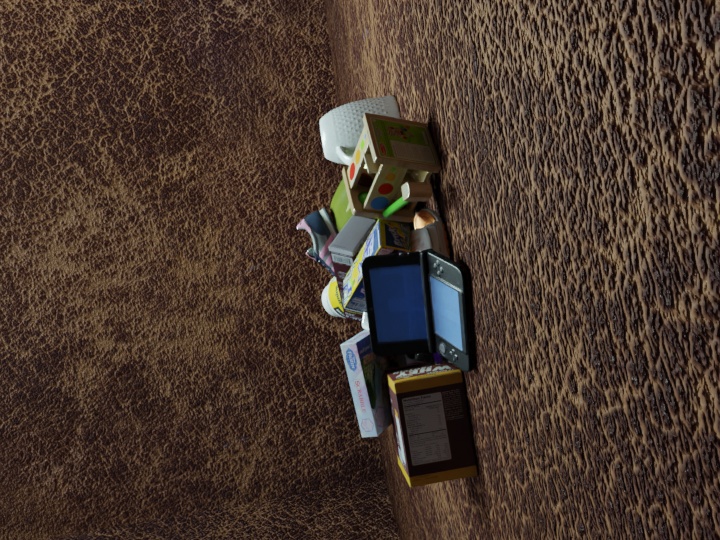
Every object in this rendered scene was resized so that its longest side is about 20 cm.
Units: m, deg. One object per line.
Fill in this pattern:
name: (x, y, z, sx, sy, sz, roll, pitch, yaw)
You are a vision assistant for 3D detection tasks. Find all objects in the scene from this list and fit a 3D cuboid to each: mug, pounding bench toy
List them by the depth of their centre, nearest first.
pounding bench toy: (0.056, -0.152, 1.512, 0.156, 0.123, 0.201, 115, 152, -42)
mug: (0.003, -0.296, 1.893, 0.201, 0.174, 0.148, -104, 6, -49)

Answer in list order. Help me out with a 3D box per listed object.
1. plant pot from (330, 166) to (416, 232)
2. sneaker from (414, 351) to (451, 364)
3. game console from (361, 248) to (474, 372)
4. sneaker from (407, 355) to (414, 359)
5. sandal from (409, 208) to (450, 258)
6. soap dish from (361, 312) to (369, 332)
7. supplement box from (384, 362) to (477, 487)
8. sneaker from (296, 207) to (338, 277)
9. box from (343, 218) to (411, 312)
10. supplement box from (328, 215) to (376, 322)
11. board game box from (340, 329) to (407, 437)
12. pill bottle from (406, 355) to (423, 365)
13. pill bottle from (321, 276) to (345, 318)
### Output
plant pot: (0.043, -0.179, 1.745, 0.200, 0.186, 0.188, 107, 156, -55)
sneaker: (0.122, 0.077, 1.569, 0.070, 0.099, 0.202, 112, 152, -82)
game console: (0.100, 0.076, 1.453, 0.172, 0.118, 0.201, 33, 136, 56)
sneaker: (0.127, 0.101, 1.752, 0.079, 0.075, 0.201, -116, 25, -44)
sandal: (0.124, -0.021, 1.516, 0.079, 0.059, 0.208, -48, 50, 52)
soap dish: (0.073, 0.040, 1.662, 0.157, 0.081, 0.201, -166, 87, -73)
supplement box: (0.134, 0.295, 1.663, 0.197, 0.132, 0.201, -176, 77, -86)
sneaker: (-0.071, -0.030, 1.818, 0.070, 0.082, 0.201, -107, -6, -85)
box: (0.029, -0.006, 1.586, 0.200, 0.064, 0.070, 121, 154, -47)
supplement box: (0.000, 0.000, 1.736, 0.109, 0.061, 0.201, -55, -33, -38)
board game box: (0.041, 0.221, 1.778, 0.200, 0.041, 0.201, -27, -74, -60)
pill bottle: (0.121, 0.268, 1.951, 0.109, 0.108, 0.201, 89, 171, -62)
pill bottle: (-0.009, 0.050, 1.954, 0.200, 0.112, 0.113, -24, 73, 57)
